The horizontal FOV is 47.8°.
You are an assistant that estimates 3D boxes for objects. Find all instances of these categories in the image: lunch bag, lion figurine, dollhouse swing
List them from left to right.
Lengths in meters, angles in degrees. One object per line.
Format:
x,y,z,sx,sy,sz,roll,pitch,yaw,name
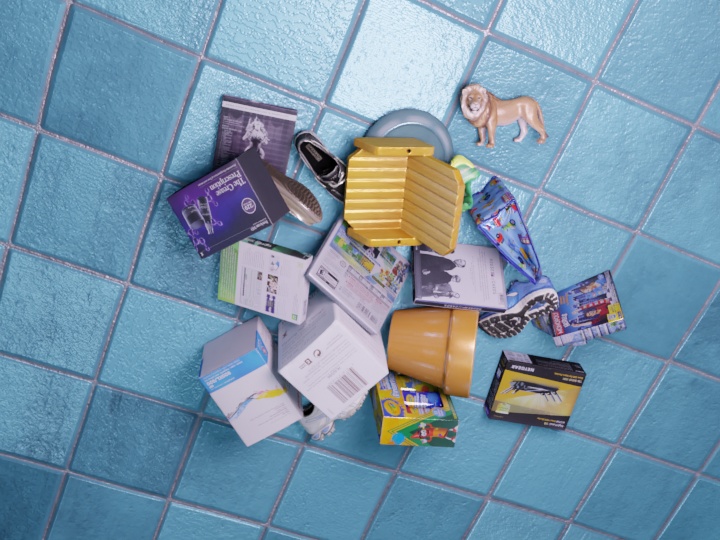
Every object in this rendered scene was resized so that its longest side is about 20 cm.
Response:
0.078,-0.130,1.554,0.179,0.176,0.203,-2,116,-18,dollhouse swing
0.288,-0.311,1.609,0.197,0.072,0.125,-8,108,-18,lion figurine
0.311,-0.071,1.663,0.094,0.151,0.201,-35,113,10,lunch bag

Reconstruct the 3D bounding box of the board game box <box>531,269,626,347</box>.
0.463,0.099,1.756,0.197,0.201,0.062,-18,115,18,board game box

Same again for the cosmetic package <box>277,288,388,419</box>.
-0.061,0.161,1.698,0.167,0.201,0.166,-41,112,13,cosmetic package

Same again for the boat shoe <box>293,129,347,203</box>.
-0.058,-0.192,1.615,0.071,0.064,0.200,-43,114,12,boat shoe

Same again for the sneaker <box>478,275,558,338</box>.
0.342,0.077,1.777,0.199,0.090,0.078,-31,122,29,sneaker

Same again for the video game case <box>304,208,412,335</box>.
0.000,0.000,1.668,0.200,0.022,0.184,41,60,-21,video game case

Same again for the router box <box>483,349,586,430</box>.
0.402,0.279,1.883,0.196,0.052,0.160,10,113,-10,router box

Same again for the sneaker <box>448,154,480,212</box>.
0.179,-0.133,1.638,0.083,0.074,0.202,32,128,11,sneaker

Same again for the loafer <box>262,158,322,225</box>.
-0.162,-0.151,1.605,0.199,0.076,0.068,38,117,-7,loafer

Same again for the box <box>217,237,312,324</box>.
-0.198,0.014,1.661,0.197,0.036,0.147,16,113,16,box

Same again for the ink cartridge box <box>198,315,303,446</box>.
-0.231,0.238,1.743,0.143,0.148,0.202,-27,114,7,ink cartridge box

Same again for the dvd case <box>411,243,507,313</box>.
0.205,0.010,1.697,0.196,0.152,0.025,7,147,-9,dvd case

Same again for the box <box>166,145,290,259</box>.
-0.255,-0.127,1.561,0.198,0.079,0.142,-23,105,33,box

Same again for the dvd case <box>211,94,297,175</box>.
-0.214,-0.234,1.607,0.146,0.016,0.203,9,114,-10,dvd case

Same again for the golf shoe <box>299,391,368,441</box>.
-0.062,0.293,1.829,0.200,0.078,0.097,-44,105,12,golf shoe

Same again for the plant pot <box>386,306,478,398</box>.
0.153,0.159,1.738,0.180,0.201,0.203,7,114,7,plant pot

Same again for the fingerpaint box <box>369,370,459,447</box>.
0.112,0.295,1.777,0.164,0.201,0.075,5,113,-8,fingerpaint box

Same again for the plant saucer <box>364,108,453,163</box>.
0.096,-0.222,1.632,0.196,0.028,0.203,-5,116,-9,plant saucer
